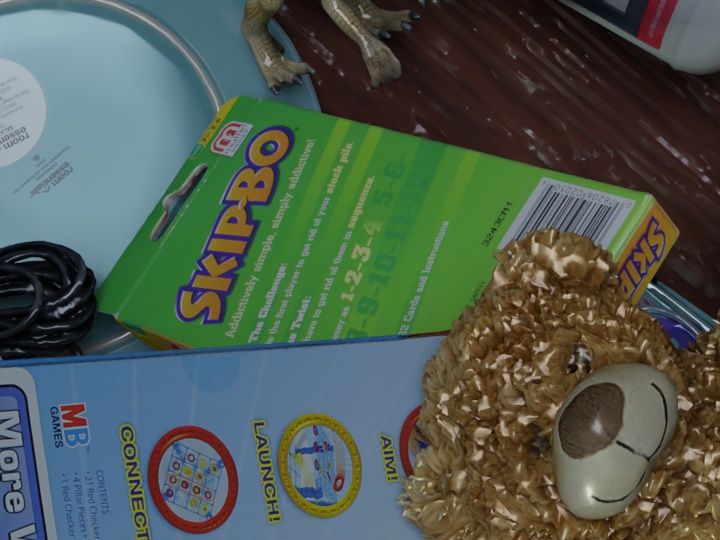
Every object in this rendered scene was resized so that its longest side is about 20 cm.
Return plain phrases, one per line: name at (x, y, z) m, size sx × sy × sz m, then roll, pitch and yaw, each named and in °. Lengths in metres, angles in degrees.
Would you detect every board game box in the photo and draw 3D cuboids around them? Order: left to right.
board game box at (-0.041, 0.121, 0.587) m, size 0.195 × 0.056 × 0.201 m, roll -2°, pitch 78°, yaw -40°
board game box at (0.000, 0.000, 0.740) m, size 0.200 × 0.030 × 0.096 m, roll 19°, pitch 70°, yaw 43°

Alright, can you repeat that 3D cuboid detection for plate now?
plate at (-0.111, -0.033, 0.830) m, size 0.200 × 0.026 × 0.201 m, roll -1°, pitch 82°, yaw 5°

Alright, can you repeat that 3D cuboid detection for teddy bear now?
teddy bear at (0.112, 0.066, 0.606) m, size 0.145 × 0.067 × 0.200 m, roll -43°, pitch 105°, yaw 13°

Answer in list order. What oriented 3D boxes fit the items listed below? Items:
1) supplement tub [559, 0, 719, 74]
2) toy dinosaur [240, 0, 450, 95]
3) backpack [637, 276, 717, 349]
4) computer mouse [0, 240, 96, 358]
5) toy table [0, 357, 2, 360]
supplement tub at (0.071, -0.170, 0.777) m, size 0.200 × 0.140 × 0.141 m, roll 31°, pitch 85°, yaw 9°
toy dinosaur at (-0.025, -0.119, 0.797) m, size 0.058 × 0.200 × 0.101 m, roll -36°, pitch 117°, yaw -28°
backpack at (0.101, 0.114, 0.732) m, size 0.200 × 0.151 × 0.178 m, roll 41°, pitch 85°, yaw 5°
computer mouse at (-0.147, 0.097, 0.783) m, size 0.138 × 0.053 × 0.201 m, roll -10°, pitch 87°, yaw 18°
toy table at (-0.153, 0.110, 0.654) m, size 0.183 × 0.117 × 0.200 m, roll -4°, pitch 124°, yaw 10°
